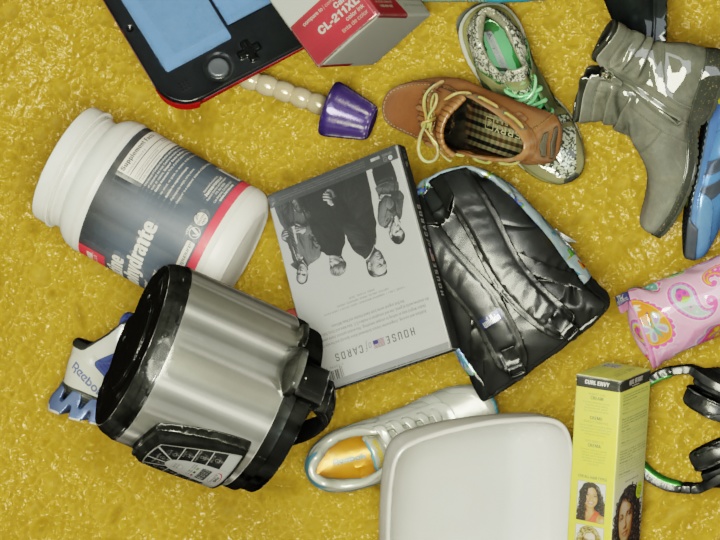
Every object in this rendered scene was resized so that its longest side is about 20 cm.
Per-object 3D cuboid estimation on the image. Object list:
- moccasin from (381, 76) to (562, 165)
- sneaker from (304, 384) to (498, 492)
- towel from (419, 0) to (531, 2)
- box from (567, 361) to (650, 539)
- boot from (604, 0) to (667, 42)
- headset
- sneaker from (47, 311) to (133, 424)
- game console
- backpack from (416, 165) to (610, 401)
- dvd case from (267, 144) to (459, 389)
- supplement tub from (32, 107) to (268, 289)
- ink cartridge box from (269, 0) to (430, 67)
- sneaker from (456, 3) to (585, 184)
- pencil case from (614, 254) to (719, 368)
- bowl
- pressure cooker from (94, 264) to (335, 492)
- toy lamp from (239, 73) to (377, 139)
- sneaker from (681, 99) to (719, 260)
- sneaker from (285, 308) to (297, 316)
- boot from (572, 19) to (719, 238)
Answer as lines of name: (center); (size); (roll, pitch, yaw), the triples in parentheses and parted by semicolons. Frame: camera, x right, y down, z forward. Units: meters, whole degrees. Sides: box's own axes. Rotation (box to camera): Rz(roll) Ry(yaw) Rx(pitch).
moccasin: (0.095, -0.138, 1.668); (0.201, 0.078, 0.074); (27, 116, 38)
sneaker: (0.042, 0.170, 1.708); (0.199, 0.081, 0.077); (-22, 86, 4)
towel: (0.103, -0.332, 1.687); (0.199, 0.022, 0.148); (5, 91, 32)
box: (0.237, 0.194, 1.673); (0.050, 0.075, 0.201); (7, 101, 32)
boot: (0.216, -0.282, 1.692); (0.161, 0.073, 0.200); (-1, 86, 5)
headset: (0.345, 0.151, 1.670); (0.199, 0.094, 0.124); (-5, 90, 17)
sneaker: (-0.209, 0.104, 1.733); (0.198, 0.081, 0.116); (11, 94, 7)
game console: (-0.156, -0.270, 1.716); (0.176, 0.031, 0.201); (-30, 76, -7)
backpack: (0.119, -0.007, 1.678); (0.163, 0.154, 0.200); (-40, 100, 13)
dvd case: (0.000, 0.000, 1.650); (0.150, 0.025, 0.201); (-19, 79, 25)
supplement tub: (-0.203, -0.058, 1.701); (0.199, 0.140, 0.141); (29, 93, 5)
ink cartridge box: (-0.042, -0.298, 1.667); (0.083, 0.146, 0.200); (-38, 83, 23)
sneaker: (0.152, -0.172, 1.690); (0.077, 0.089, 0.201); (-31, 88, 5)
pencil case: (0.349, 0.020, 1.675); (0.199, 0.087, 0.088); (-23, 88, 7)
bowl: (0.103, 0.229, 1.670); (0.199, 0.075, 0.201); (-5, 106, -22)
pressure cooker: (-0.122, 0.104, 1.597); (0.199, 0.176, 0.179); (25, 104, -17)
toy lamp: (-0.080, -0.179, 1.732); (0.199, 0.058, 0.058); (22, 92, 8)
sneaker: (0.360, -0.104, 1.682); (0.078, 0.066, 0.201); (13, 91, 2)
sneaker: (-0.052, 0.075, 1.722); (0.199, 0.071, 0.098); (-9, 89, 8)
boot: (0.260, -0.136, 1.661); (0.130, 0.068, 0.201); (11, 115, -3)
